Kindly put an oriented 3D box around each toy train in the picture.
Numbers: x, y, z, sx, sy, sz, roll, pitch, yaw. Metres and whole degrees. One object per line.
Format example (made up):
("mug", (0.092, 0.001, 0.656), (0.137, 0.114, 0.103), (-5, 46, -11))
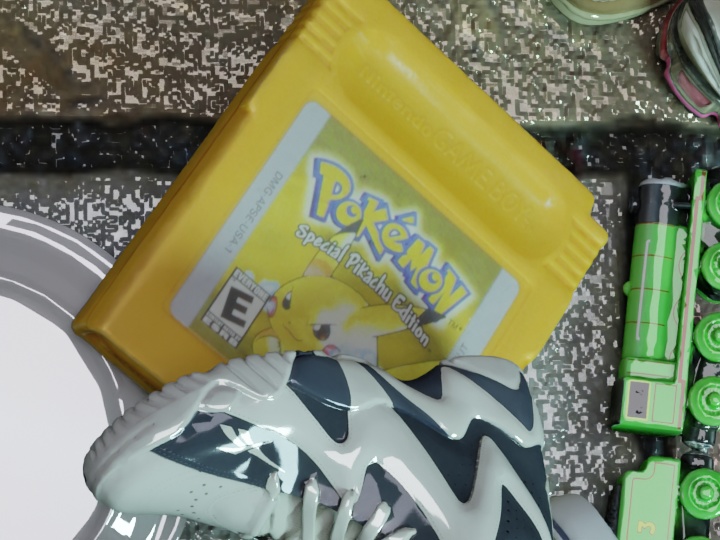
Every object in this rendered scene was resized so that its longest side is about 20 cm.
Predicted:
("toy train", (0.141, 0.049, 0.988), (0.056, 0.042, 0.202), (6, 78, 2))

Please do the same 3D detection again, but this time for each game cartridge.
("game cartridge", (0.000, 0.000, 0.944), (0.176, 0.032, 0.201), (40, 70, -17))

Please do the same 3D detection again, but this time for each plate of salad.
("plate of salad", (-0.167, 0.073, 0.923), (0.198, 0.048, 0.202), (0, 85, -3))

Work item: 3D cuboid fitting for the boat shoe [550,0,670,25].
("boat shoe", (0.168, -0.186, 1.021), (0.200, 0.066, 0.074), (-37, 87, -14))

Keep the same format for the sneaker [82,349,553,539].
("sneaker", (-0.002, 0.105, 0.850), (0.198, 0.080, 0.130), (3, 54, -36))

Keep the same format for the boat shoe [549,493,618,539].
("boat shoe", (0.103, 0.197, 0.936), (0.062, 0.072, 0.201), (-18, 86, -15))

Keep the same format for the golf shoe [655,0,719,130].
("golf shoe", (0.230, -0.068, 0.998), (0.199, 0.092, 0.073), (31, 74, -5))
